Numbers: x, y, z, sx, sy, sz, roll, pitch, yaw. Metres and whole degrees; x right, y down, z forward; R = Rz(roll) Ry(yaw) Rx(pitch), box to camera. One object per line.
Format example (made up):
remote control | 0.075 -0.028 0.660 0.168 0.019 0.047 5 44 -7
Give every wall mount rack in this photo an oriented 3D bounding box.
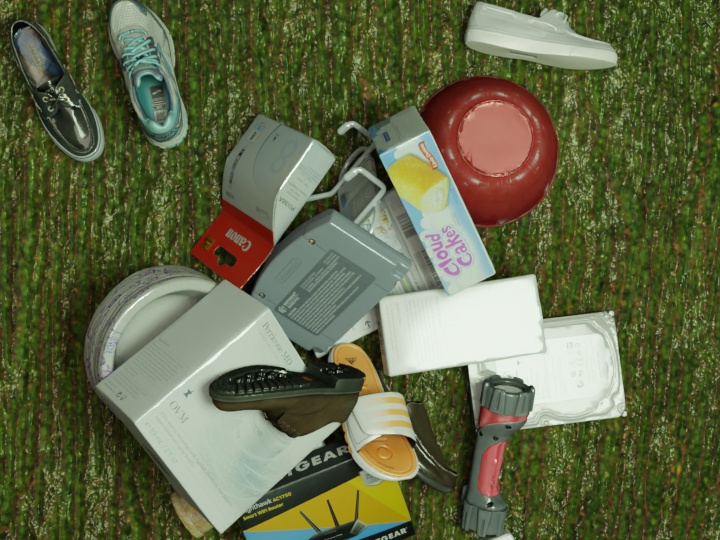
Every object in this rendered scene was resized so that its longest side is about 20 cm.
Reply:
wall mount rack | -0.043 -0.087 1.427 0.074 0.200 0.174 32 117 -25

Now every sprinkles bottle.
sprinkles bottle | -0.139 0.257 1.456 0.199 0.068 0.068 -32 89 -2

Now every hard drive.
hard drive | 0.236 0.131 1.488 0.199 0.038 0.141 -6 87 -1

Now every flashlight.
flashlight | 0.171 0.234 1.440 0.068 0.068 0.201 5 104 -6

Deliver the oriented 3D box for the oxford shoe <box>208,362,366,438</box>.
oxford shoe | -0.082 0.152 1.288 0.199 0.073 0.085 5 106 -37

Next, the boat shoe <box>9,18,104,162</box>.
boat shoe | -0.395 -0.231 1.477 0.068 0.057 0.201 -29 88 -3

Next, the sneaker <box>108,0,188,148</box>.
sneaker | -0.269 -0.259 1.467 0.077 0.086 0.201 -21 88 -3

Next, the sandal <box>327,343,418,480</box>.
sandal | 0.012 0.157 1.384 0.079 0.059 0.207 -5 50 -26

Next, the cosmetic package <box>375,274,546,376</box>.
cosmetic package | 0.122 0.068 1.434 0.199 0.074 0.102 -7 89 -4

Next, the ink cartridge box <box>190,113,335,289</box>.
ink cartridge box | -0.137 -0.090 1.430 0.047 0.160 0.200 39 86 -36

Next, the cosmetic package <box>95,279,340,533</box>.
cosmetic package | -0.162 0.158 1.356 0.200 0.123 0.200 -42 125 -17

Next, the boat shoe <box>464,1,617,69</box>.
boat shoe | 0.237 -0.307 1.497 0.199 0.072 0.069 10 88 8

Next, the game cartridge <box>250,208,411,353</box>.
game cartridge | -0.047 0.013 1.376 0.133 0.200 0.041 31 42 -18

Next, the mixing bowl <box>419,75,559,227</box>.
mixing bowl | 0.164 -0.160 1.464 0.199 0.108 0.201 0 87 -2

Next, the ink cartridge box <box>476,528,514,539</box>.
ink cartridge box | 0.130 0.450 1.466 0.199 0.045 0.177 -21 87 -2

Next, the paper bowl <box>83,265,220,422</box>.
paper bowl | -0.241 0.092 1.417 0.200 0.104 0.202 -12 112 -30

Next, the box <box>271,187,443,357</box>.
box | 0.000 0.000 1.485 0.199 0.041 0.157 -26 89 -3

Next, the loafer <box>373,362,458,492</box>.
loafer | 0.059 0.198 1.461 0.071 0.073 0.200 -43 90 -3

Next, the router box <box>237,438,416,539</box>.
router box | -0.047 0.297 1.431 0.199 0.051 0.150 -21 119 -3

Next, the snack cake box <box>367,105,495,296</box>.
snack cake box | 0.085 -0.084 1.378 0.067 0.115 0.201 -27 113 4
